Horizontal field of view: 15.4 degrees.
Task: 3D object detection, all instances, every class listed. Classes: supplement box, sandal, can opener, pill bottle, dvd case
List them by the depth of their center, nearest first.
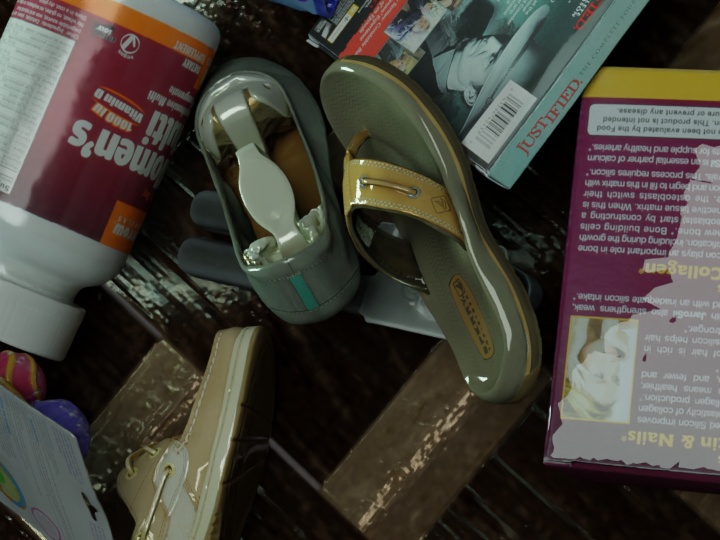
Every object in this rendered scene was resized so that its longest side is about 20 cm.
[{"bbox_3d":[0.172,0.008,1.301,0.131,0.103,0.200,5,82,20],"label":"supplement box"},{"bbox_3d":[0.024,-0.021,1.302,0.054,0.080,0.200,-16,69,-26],"label":"sandal"},{"bbox_3d":[0.063,-0.140,1.354,0.146,0.022,0.200,-54,36,4],"label":"dvd case"},{"bbox_3d":[0.000,0.000,1.396,0.200,0.067,0.053,12,85,34],"label":"can opener"},{"bbox_3d":[-0.161,-0.060,1.424,0.109,0.110,0.200,23,89,21],"label":"pill bottle"}]

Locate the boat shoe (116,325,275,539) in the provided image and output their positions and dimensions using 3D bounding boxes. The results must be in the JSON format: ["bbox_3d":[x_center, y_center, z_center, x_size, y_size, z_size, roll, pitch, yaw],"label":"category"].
[{"bbox_3d":[-0.097,0.121,1.391,0.069,0.074,0.200,13,86,15],"label":"boat shoe"}]

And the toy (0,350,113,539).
[{"bbox_3d":[-0.185,0.075,1.396,0.200,0.115,0.047,27,55,37],"label":"toy"}]

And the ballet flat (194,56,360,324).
[{"bbox_3d":[-0.049,-0.058,1.371,0.067,0.064,0.200,-28,48,7],"label":"ballet flat"}]

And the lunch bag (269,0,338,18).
[{"bbox_3d":[-0.092,-0.228,1.370,0.150,0.200,0.094,19,77,23],"label":"lunch bag"}]
